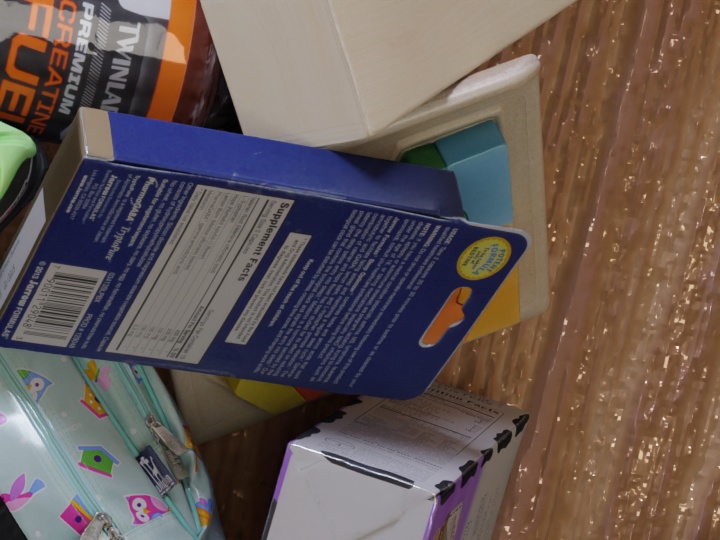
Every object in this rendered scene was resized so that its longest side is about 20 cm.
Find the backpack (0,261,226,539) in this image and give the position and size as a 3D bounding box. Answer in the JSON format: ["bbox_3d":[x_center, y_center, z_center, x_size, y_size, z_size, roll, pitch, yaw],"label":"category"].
[{"bbox_3d":[-0.134,0.096,1.221,0.126,0.167,0.200,-24,76,-26],"label":"backpack"}]

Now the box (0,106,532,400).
[{"bbox_3d":[-0.042,-0.002,1.156,0.199,0.033,0.121,10,137,-24],"label":"box"}]

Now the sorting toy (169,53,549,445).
[{"bbox_3d":[0.000,0.000,1.242,0.184,0.037,0.200,-21,147,-10],"label":"sorting toy"}]

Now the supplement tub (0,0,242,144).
[{"bbox_3d":[-0.126,-0.107,1.206,0.199,0.107,0.107,8,101,-17],"label":"supplement tub"}]

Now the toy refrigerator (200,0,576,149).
[{"bbox_3d":[0.016,-0.120,1.203,0.200,0.070,0.076,-38,114,-52],"label":"toy refrigerator"}]

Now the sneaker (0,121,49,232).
[{"bbox_3d":[-0.210,-0.005,1.196,0.199,0.084,0.077,-25,79,29],"label":"sneaker"}]

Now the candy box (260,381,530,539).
[{"bbox_3d":[0.003,0.146,1.247,0.071,0.200,0.168,18,101,11],"label":"candy box"}]
